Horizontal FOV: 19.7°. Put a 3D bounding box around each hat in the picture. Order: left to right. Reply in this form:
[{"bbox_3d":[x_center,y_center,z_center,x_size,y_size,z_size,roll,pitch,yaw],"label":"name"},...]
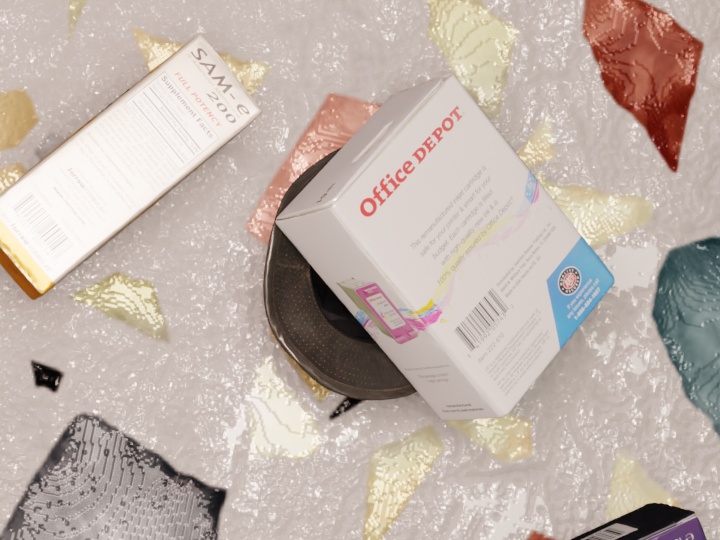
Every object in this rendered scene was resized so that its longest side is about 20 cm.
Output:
[{"bbox_3d":[0.000,0.000,1.519,0.201,0.081,0.201,3,84,-31],"label":"hat"}]

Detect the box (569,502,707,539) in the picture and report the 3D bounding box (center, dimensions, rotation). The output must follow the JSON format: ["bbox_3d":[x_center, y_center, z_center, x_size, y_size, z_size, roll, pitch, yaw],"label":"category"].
[{"bbox_3d":[0.205,0.294,1.542,0.148,0.104,0.200,-24,93,-13],"label":"box"}]

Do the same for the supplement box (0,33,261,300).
[{"bbox_3d":[-0.173,-0.070,1.460,0.200,0.126,0.074,-40,95,-11],"label":"supplement box"}]

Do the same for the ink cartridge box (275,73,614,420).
[{"bbox_3d":[0.061,-0.015,1.459,0.145,0.085,0.200,-48,110,-26],"label":"ink cartridge box"}]
